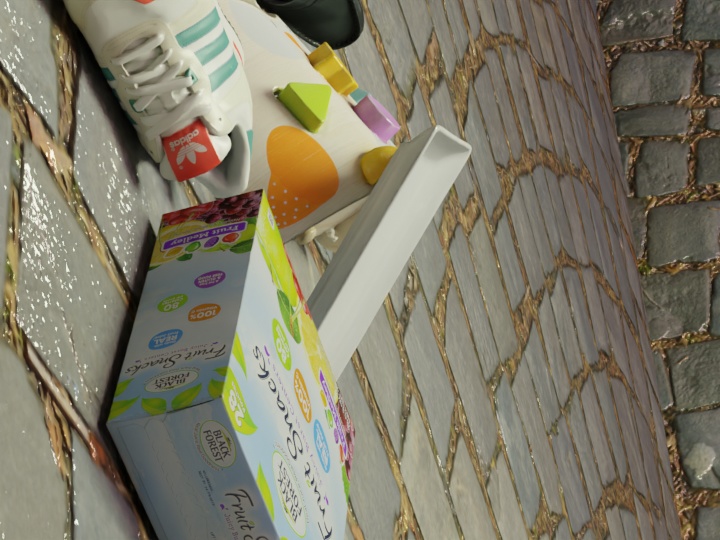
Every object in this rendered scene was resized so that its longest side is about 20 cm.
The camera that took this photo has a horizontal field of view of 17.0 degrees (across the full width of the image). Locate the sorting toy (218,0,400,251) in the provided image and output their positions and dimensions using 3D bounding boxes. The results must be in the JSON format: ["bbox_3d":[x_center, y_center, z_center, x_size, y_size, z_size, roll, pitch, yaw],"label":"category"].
[{"bbox_3d":[-0.047,-0.110,1.532,0.181,0.107,0.200,57,11,6],"label":"sorting toy"}]

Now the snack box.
[{"bbox_3d":[-0.061,0.082,1.247,0.200,0.067,0.169,-82,155,-57],"label":"snack box"}]

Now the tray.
[{"bbox_3d":[0.000,0.000,1.462,0.201,0.022,0.107,-59,167,3],"label":"tray"}]

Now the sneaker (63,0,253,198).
[{"bbox_3d":[-0.098,-0.103,1.281,0.200,0.070,0.094,54,18,-66],"label":"sneaker"}]

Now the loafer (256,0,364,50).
[{"bbox_3d":[-0.053,-0.200,1.607,0.201,0.068,0.071,47,22,-52],"label":"loafer"}]
